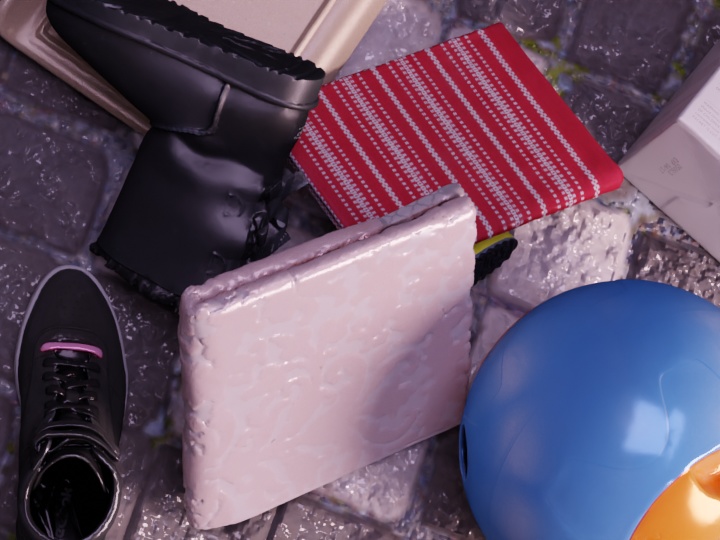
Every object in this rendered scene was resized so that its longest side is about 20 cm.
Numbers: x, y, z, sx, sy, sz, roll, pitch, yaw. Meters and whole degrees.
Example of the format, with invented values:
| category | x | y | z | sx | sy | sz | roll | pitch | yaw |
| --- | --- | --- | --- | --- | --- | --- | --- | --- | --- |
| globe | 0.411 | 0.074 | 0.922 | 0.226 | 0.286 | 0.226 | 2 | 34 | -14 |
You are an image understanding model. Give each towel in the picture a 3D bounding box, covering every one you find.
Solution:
| category | x | y | z | sx | sy | sz | roll | pitch | yaw |
| --- | --- | --- | --- | --- | --- | --- | --- | --- | --- |
| towel | 0.052 | -0.075 | 1.707 | 0.199 | 0.023 | 0.145 | -21 | 61 | -30 |
| towel | -0.020 | 0.052 | 1.613 | 0.190 | 0.201 | 0.032 | -22 | 51 | -21 |

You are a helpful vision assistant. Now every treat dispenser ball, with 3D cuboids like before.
| category | x | y | z | sx | sy | sz | roll | pitch | yaw |
| --- | --- | --- | --- | --- | --- | --- | --- | --- | --- |
| treat dispenser ball | 0.159 | 0.106 | 1.641 | 0.200 | 0.201 | 0.202 | 4 | 76 | -14 |

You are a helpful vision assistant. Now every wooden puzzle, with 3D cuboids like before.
| category | x | y | z | sx | sy | sz | roll | pitch | yaw |
| --- | --- | --- | --- | --- | --- | --- | --- | --- | --- |
| wooden puzzle | -0.101 | -0.172 | 1.710 | 0.200 | 0.037 | 0.185 | 35 | 86 | -9 |

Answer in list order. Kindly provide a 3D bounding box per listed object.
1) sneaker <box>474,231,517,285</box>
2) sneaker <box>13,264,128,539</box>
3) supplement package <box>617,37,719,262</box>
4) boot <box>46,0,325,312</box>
| category | x | y | z | sx | sy | sz | roll | pitch | yaw |
| --- | --- | --- | --- | --- | --- | --- | --- | --- | --- |
| sneaker | 0.000 | 0.000 | 1.700 | 0.200 | 0.066 | 0.079 | -30 | 75 | -21 |
| sneaker | -0.167 | 0.086 | 1.611 | 0.070 | 0.099 | 0.201 | 5 | 74 | -12 |
| supplement package | 0.284 | -0.113 | 1.770 | 0.120 | 0.121 | 0.200 | 41 | 71 | -2 |
| boot | -0.123 | -0.075 | 1.653 | 0.198 | 0.073 | 0.163 | 24 | 109 | 12 |
